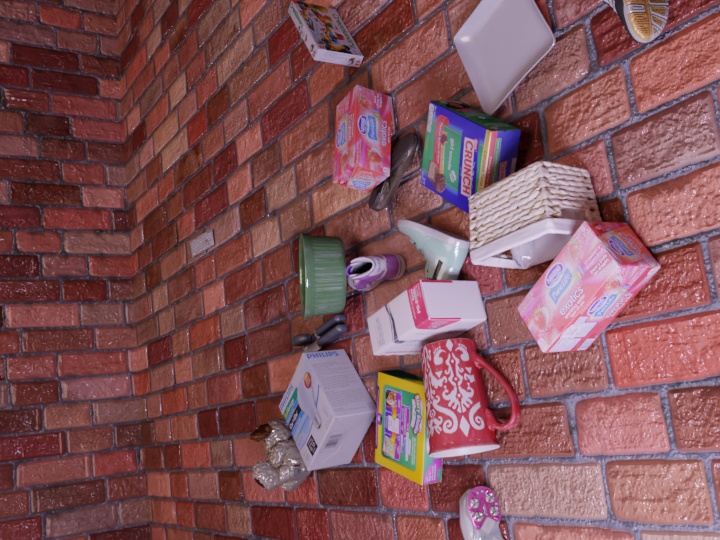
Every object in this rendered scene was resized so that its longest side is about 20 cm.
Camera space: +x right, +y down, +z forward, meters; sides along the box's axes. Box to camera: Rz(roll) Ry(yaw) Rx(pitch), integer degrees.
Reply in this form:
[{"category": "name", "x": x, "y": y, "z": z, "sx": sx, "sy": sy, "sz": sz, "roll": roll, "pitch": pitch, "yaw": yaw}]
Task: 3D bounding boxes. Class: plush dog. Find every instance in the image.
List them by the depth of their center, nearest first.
[{"category": "plush dog", "x": -0.198, "y": 0.462, "z": 2.047, "sx": 0.160, "sy": 0.200, "sz": 0.173, "roll": -37, "pitch": 64, "yaw": 11}]

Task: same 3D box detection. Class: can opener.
[{"category": "can opener", "x": -0.102, "y": 0.165, "z": 1.973, "sx": 0.199, "sy": 0.066, "sz": 0.053, "roll": -34, "pitch": 60, "yaw": 46}]

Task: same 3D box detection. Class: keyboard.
[{"category": "keyboard", "x": -0.542, "y": -0.092, "z": 2.696, "sx": 0.199, "sy": 0.011, "sz": 0.057, "roll": -20, "pitch": 73, "yaw": 56}]

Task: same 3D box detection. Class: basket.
[{"category": "basket", "x": 0.286, "y": -0.088, "z": 1.311, "sx": 0.199, "sy": 0.134, "sz": 0.125, "roll": -24, "pitch": 66, "yaw": 55}]

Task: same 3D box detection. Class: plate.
[{"category": "plate", "x": 0.263, "y": -0.417, "z": 1.435, "sx": 0.200, "sy": 0.032, "sz": 0.202, "roll": -47, "pitch": 52, "yaw": 46}]

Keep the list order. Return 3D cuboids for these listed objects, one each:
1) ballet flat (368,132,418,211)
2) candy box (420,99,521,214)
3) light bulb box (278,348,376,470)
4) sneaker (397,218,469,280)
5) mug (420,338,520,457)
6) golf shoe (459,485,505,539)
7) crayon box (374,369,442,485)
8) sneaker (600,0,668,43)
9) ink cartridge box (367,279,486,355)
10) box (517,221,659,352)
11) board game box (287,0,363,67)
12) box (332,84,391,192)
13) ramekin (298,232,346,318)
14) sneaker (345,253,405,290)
[{"category": "ballet flat", "x": 0.079, "y": -0.209, "z": 1.717, "sx": 0.201, "sy": 0.046, "sz": 0.068, "roll": -61, "pitch": 24, "yaw": 29}, {"category": "candy box", "x": 0.200, "y": -0.209, "z": 1.471, "sx": 0.200, "sy": 0.076, "sz": 0.171, "roll": 40, "pitch": 133, "yaw": 49}, {"category": "light bulb box", "x": -0.081, "y": 0.328, "z": 1.879, "sx": 0.201, "sy": 0.123, "sz": 0.200, "roll": 57, "pitch": 135, "yaw": 39}, {"category": "sneaker", "x": 0.129, "y": -0.032, "z": 1.596, "sx": 0.200, "sy": 0.073, "sz": 0.120, "roll": 29, "pitch": 107, "yaw": 51}, {"category": "mug", "x": 0.200, "y": 0.236, "z": 1.480, "sx": 0.134, "sy": 0.175, "sz": 0.203, "roll": 75, "pitch": -173, "yaw": -71}, {"category": "golf shoe", "x": 0.228, "y": 0.504, "z": 1.465, "sx": 0.091, "sy": 0.074, "sz": 0.203, "roll": 141, "pitch": 126, "yaw": -68}, {"category": "crayon box", "x": 0.103, "y": 0.324, "z": 1.656, "sx": 0.172, "sy": 0.058, "sz": 0.203, "roll": 8, "pitch": 97, "yaw": 56}, {"category": "sneaker", "x": 0.403, "y": -0.422, "z": 1.200, "sx": 0.088, "sy": 0.075, "sz": 0.203, "roll": 131, "pitch": 136, "yaw": -63}, {"category": "ink cartridge box", "x": 0.125, "y": 0.094, "z": 1.543, "sx": 0.200, "sy": 0.143, "sz": 0.085, "roll": -39, "pitch": 57, "yaw": 50}, {"category": "box", "x": 0.348, "y": 0.028, "z": 1.225, "sx": 0.201, "sy": 0.102, "sz": 0.095, "roll": -61, "pitch": 43, "yaw": 38}, {"category": "board game box", "x": -0.085, "y": -0.567, "z": 1.889, "sx": 0.035, "sy": 0.125, "sz": 0.201, "roll": -58, "pitch": 45, "yaw": 39}, {"category": "box", "x": 0.004, "y": -0.289, "z": 1.742, "sx": 0.102, "sy": 0.094, "sz": 0.203, "roll": -31, "pitch": 51, "yaw": 56}, {"category": "ramekin", "x": -0.091, "y": 0.011, "z": 1.866, "sx": 0.200, "sy": 0.096, "sz": 0.203, "roll": 178, "pitch": 90, "yaw": -82}, {"category": "sneaker", "x": 0.000, "y": -0.001, "z": 1.767, "sx": 0.200, "sy": 0.113, "sz": 0.074, "roll": -25, "pitch": 71, "yaw": 56}]
